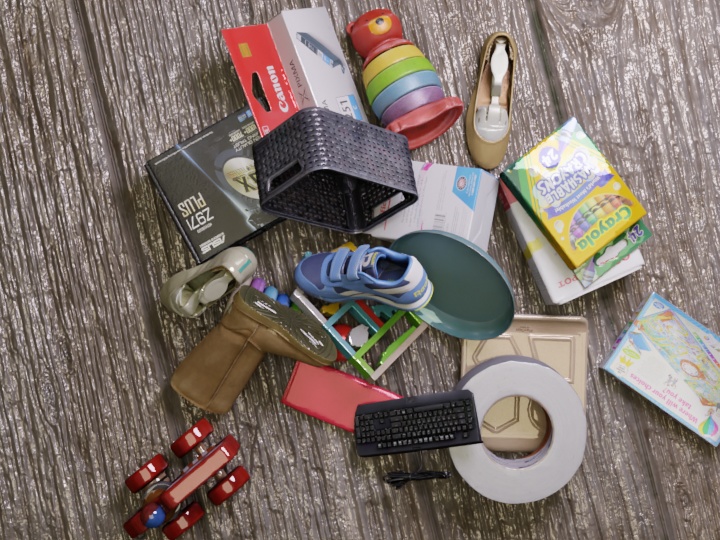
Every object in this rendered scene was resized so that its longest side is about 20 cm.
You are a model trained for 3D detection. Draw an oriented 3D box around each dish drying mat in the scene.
[{"bbox_3d":[-0.012,0.195,1.704,0.198,0.018,0.077,22,89,2],"label":"dish drying mat"}]

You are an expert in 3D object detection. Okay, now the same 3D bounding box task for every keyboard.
[{"bbox_3d":[0.079,0.240,1.635,0.198,0.021,0.129,-13,86,32],"label":"keyboard"}]

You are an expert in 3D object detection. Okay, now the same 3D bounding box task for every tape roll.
[{"bbox_3d":[0.218,0.224,1.651,0.198,0.066,0.203,0,93,1],"label":"tape roll"}]

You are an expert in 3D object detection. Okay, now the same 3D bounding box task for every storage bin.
[{"bbox_3d":[-0.034,-0.132,1.576,0.135,0.199,0.095,-29,61,39],"label":"storage bin"}]

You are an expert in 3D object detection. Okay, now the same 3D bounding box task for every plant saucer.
[{"bbox_3d":[0.128,0.016,1.622,0.199,0.200,0.027,37,55,2],"label":"plant saucer"}]

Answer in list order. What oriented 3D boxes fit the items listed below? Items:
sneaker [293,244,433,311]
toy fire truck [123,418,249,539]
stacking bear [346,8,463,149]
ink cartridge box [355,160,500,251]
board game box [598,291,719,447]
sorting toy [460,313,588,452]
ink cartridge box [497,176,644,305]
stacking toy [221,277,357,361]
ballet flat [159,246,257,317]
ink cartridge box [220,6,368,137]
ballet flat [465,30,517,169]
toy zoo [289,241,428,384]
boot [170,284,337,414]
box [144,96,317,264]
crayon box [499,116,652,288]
[{"bbox_3d":[0.000,0.000,1.608,0.198,0.082,0.075,5,60,17],"label":"sneaker"},{"bbox_3d":[-0.250,0.300,1.625,0.199,0.168,0.112,-38,88,-1],"label":"toy fire truck"},{"bbox_3d":[0.051,-0.284,1.677,0.120,0.114,0.201,-24,77,-4],"label":"stacking bear"},{"bbox_3d":[0.088,-0.092,1.665,0.198,0.068,0.116,11,87,32],"label":"ink cartridge box"},{"bbox_3d":[0.467,0.142,1.697,0.199,0.034,0.135,35,88,1],"label":"board game box"},{"bbox_3d":[0.236,0.163,1.699,0.183,0.036,0.202,2,93,0],"label":"sorting toy"},{"bbox_3d":[0.296,-0.067,1.679,0.144,0.083,0.202,-23,87,-1],"label":"ink cartridge box"},{"bbox_3d":[-0.095,0.074,1.681,0.198,0.085,0.086,21,88,-3],"label":"stacking toy"},{"bbox_3d":[-0.223,0.028,1.635,0.199,0.069,0.070,-32,87,39],"label":"ballet flat"},{"bbox_3d":[-0.087,-0.267,1.656,0.175,0.045,0.202,-19,87,-45],"label":"ink cartridge box"},{"bbox_3d":[0.190,-0.250,1.697,0.068,0.063,0.202,4,88,1],"label":"ballet flat"},{"bbox_3d":[-0.011,0.048,1.677,0.200,0.020,0.131,47,58,2],"label":"toy zoo"},{"bbox_3d":[-0.150,0.132,1.649,0.174,0.066,0.200,35,121,-4],"label":"boot"},{"bbox_3d":[-0.183,-0.126,1.681,0.199,0.086,0.165,-29,89,-1],"label":"box"},{"bbox_3d":[0.302,-0.093,1.613,0.125,0.052,0.201,-37,88,-2],"label":"crayon box"}]
